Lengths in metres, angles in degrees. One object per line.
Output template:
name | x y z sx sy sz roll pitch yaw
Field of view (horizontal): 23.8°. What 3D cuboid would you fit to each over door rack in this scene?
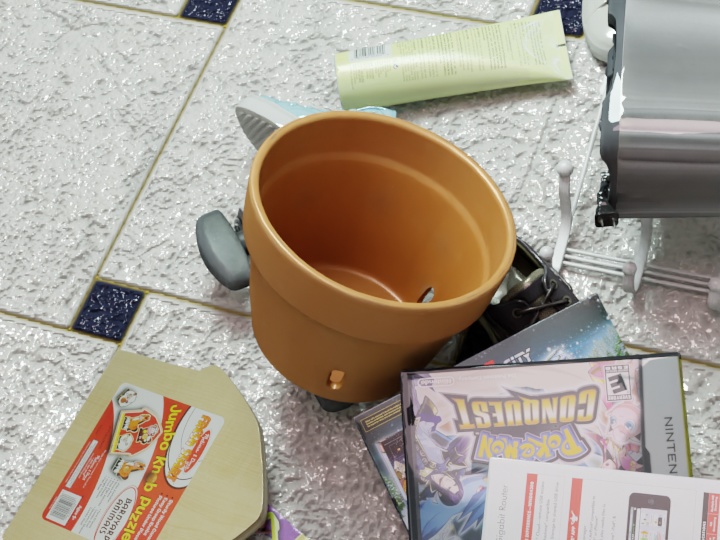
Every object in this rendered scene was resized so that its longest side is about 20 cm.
over door rack | 0.234 -0.075 1.330 0.146 0.067 0.201 12 62 21

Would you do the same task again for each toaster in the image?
toaster | 0.239 -0.116 1.250 0.128 0.114 0.202 2 53 10

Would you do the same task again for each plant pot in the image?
plant pot | 0.000 0.000 1.257 0.198 0.141 0.201 11 44 -11

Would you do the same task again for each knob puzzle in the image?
knob puzzle | -0.149 0.163 1.292 0.217 0.031 0.221 -13 52 17

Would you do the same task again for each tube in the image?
tube | 0.078 -0.174 1.451 0.198 0.052 0.059 -10 97 4

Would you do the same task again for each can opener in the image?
can opener | -0.065 0.030 1.349 0.066 0.053 0.200 -23 56 -20

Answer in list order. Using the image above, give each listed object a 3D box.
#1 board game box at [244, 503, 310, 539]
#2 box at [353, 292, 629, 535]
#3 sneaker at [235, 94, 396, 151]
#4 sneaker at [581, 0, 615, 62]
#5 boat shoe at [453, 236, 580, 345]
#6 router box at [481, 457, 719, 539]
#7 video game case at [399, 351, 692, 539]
board game box | -0.105 0.266 1.223 0.120 0.032 0.200 37 72 27
box | 0.113 0.123 1.220 0.199 0.038 0.138 -26 78 -2
sneaker | -0.009 -0.104 1.418 0.199 0.074 0.082 30 60 20
sneaker | 0.229 -0.273 1.449 0.072 0.085 0.202 8 63 18
boat shoe | 0.126 0.026 1.291 0.072 0.065 0.200 -34 59 -13
router box | 0.163 0.231 1.114 0.177 0.049 0.202 5 79 12
video game case | 0.130 0.154 1.179 0.198 0.026 0.183 -4 79 3
